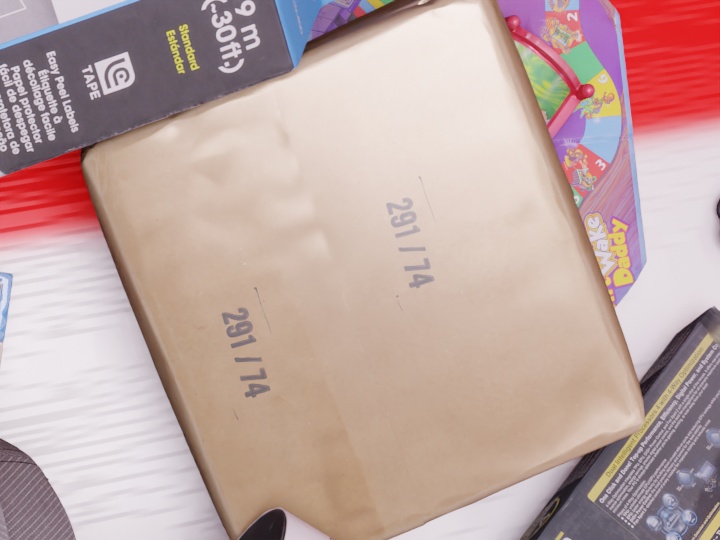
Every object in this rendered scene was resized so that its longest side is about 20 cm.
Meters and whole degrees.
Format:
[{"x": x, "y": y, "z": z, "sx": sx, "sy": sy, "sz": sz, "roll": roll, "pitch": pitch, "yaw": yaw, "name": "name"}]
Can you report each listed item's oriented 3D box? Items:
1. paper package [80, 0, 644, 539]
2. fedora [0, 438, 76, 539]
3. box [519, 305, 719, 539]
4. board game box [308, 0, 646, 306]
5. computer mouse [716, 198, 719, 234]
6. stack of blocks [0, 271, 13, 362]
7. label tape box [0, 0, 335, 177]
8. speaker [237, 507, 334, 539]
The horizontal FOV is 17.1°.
[{"x": 0.000, "y": 0.000, "z": 1.007, "sx": 0.189, "sy": 0.103, "sz": 0.201, "roll": -22, "pitch": 100, "yaw": 3, "name": "paper package"}, {"x": -0.173, "y": 0.136, "z": 0.906, "sx": 0.090, "sy": 0.176, "sz": 0.201, "roll": 4, "pitch": 112, "yaw": -50, "name": "fedora"}, {"x": 0.159, "y": 0.141, "z": 1.074, "sx": 0.161, "sy": 0.049, "sz": 0.200, "roll": 41, "pitch": 63, "yaw": -1, "name": "box"}, {"x": 0.061, "y": -0.056, "z": 1.092, "sx": 0.157, "sy": 0.039, "sz": 0.202, "roll": -6, "pitch": 90, "yaw": -18, "name": "board game box"}, {"x": 0.276, "y": 0.000, "z": 1.159, "sx": 0.200, "sy": 0.046, "sz": 0.140, "roll": 44, "pitch": 80, "yaw": 1, "name": "computer mouse"}, {"x": -0.216, "y": 0.093, "z": 0.987, "sx": 0.114, "sy": 0.059, "sz": 0.202, "roll": 9, "pitch": 85, "yaw": -17, "name": "stack of blocks"}, {"x": -0.081, "y": -0.138, "z": 0.907, "sx": 0.199, "sy": 0.063, "sz": 0.145, "roll": -21, "pitch": 115, "yaw": -9, "name": "label tape box"}, {"x": 0.027, "y": 0.177, "z": 0.955, "sx": 0.199, "sy": 0.081, "sz": 0.082, "roll": 32, "pitch": 78, "yaw": -14, "name": "speaker"}]
